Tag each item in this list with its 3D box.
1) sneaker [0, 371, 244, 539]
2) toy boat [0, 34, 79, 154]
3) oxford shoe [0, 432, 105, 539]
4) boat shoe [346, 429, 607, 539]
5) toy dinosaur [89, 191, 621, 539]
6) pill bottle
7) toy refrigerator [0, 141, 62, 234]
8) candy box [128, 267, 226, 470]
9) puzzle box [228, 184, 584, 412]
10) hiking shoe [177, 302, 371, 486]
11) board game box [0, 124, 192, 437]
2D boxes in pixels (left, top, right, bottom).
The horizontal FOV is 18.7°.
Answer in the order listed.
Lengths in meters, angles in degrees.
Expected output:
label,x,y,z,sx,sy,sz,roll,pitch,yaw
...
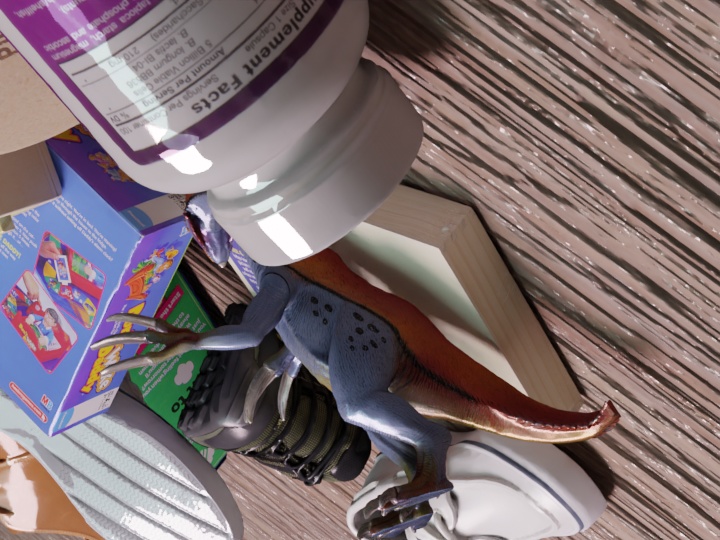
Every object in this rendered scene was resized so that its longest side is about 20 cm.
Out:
label,x,y,z,sx,sy,sz,roll,pitch,yaw
sneaker,-0.135,0.075,1.140,0.200,0.071,0.073,41,118,1
toy boat,-0.167,-0.141,0.895,0.200,0.130,0.131,71,175,-55
oxford shoe,-0.196,0.107,1.234,0.200,0.072,0.071,35,174,-26
boat shoe,0.054,0.121,1.100,0.074,0.065,0.200,44,161,-11
toy dinosaur,-0.009,0.024,0.953,0.105,0.199,0.183,58,-168,-73
pill bottle,-0.067,-0.099,0.771,0.200,0.112,0.112,50,159,-25
toy refrigerator,-0.239,-0.028,1.041,0.199,0.076,0.070,-18,93,39
candy box,-0.165,0.017,1.260,0.169,0.077,0.200,24,156,41
puzzle box,0.000,0.000,0.995,0.199,0.025,0.133,21,154,44
hiking shoe,-0.037,0.069,1.148,0.100,0.076,0.200,23,178,-1
board game box,-0.180,-0.037,1.071,0.200,0.045,0.135,43,126,19
